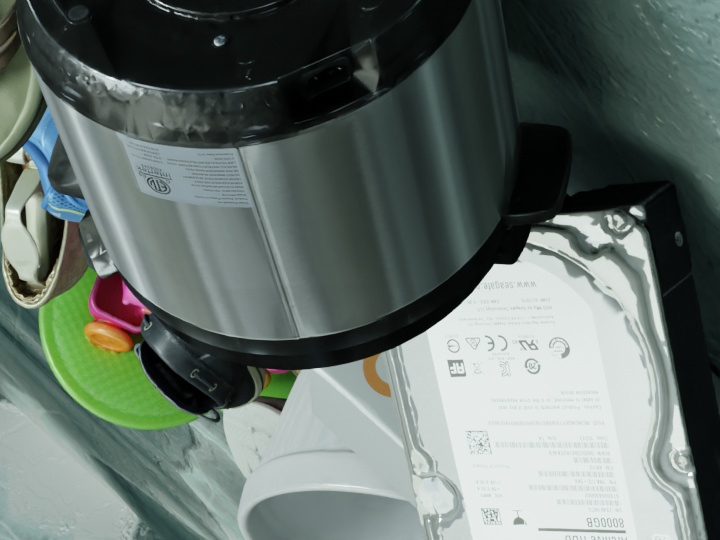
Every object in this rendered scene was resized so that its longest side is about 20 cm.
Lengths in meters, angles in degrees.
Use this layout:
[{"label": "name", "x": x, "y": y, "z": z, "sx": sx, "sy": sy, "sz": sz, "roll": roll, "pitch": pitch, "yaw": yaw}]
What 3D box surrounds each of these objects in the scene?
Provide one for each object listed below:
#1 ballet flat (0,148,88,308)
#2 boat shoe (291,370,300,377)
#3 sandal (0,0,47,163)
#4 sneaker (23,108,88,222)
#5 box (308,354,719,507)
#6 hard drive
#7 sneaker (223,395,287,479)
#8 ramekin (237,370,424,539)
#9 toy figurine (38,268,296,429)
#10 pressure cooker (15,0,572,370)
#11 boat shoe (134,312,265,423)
[{"label": "ballet flat", "x": -0.201, "y": -0.065, "z": 1.434, "sx": 0.067, "sy": 0.062, "sz": 0.201, "roll": 10, "pitch": 123, "yaw": 20}, {"label": "boat shoe", "x": -0.017, "y": 0.033, "z": 1.341, "sx": 0.200, "sy": 0.076, "sz": 0.072, "roll": 43, "pitch": -173, "yaw": -40}, {"label": "sandal", "x": -0.195, "y": -0.142, "z": 1.188, "sx": 0.080, "sy": 0.057, "sz": 0.202, "roll": 37, "pitch": 129, "yaw": 24}, {"label": "sneaker", "x": -0.130, "y": -0.047, "z": 1.378, "sx": 0.200, "sy": 0.105, "sz": 0.076, "roll": 45, "pitch": 166, "yaw": -1}, {"label": "box", "x": 0.088, "y": 0.077, "z": 1.075, "sx": 0.200, "sy": 0.124, "sz": 0.098, "roll": 42, "pitch": 167, "yaw": 11}, {"label": "hard drive", "x": 0.081, "y": 0.067, "z": 0.957, "sx": 0.139, "sy": 0.038, "sz": 0.201, "roll": -2, "pitch": 109, "yaw": 34}, {"label": "sneaker", "x": 0.001, "y": 0.119, "z": 1.496, "sx": 0.199, "sy": 0.082, "sz": 0.077, "roll": 17, "pitch": 124, "yaw": 34}, {"label": "ramekin", "x": 0.042, "y": 0.112, "z": 1.224, "sx": 0.199, "sy": 0.105, "sz": 0.200, "roll": 13, "pitch": 154, "yaw": 6}, {"label": "toy figurine", "x": -0.099, "y": 0.023, "z": 1.500, "sx": 0.199, "sy": 0.151, "sz": 0.184, "roll": 24, "pitch": 159, "yaw": -10}, {"label": "pressure cooker", "x": -0.029, "y": -0.062, "z": 0.865, "sx": 0.176, "sy": 0.178, "sz": 0.200, "roll": 46, "pitch": 163, "yaw": 36}, {"label": "boat shoe", "x": -0.097, "y": 0.050, "z": 1.347, "sx": 0.075, "sy": 0.062, "sz": 0.200, "roll": 44, "pitch": 168, "yaw": 8}]
